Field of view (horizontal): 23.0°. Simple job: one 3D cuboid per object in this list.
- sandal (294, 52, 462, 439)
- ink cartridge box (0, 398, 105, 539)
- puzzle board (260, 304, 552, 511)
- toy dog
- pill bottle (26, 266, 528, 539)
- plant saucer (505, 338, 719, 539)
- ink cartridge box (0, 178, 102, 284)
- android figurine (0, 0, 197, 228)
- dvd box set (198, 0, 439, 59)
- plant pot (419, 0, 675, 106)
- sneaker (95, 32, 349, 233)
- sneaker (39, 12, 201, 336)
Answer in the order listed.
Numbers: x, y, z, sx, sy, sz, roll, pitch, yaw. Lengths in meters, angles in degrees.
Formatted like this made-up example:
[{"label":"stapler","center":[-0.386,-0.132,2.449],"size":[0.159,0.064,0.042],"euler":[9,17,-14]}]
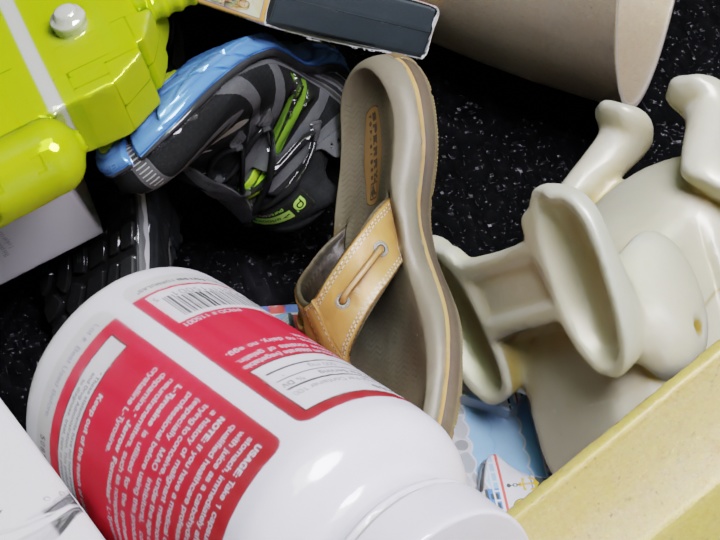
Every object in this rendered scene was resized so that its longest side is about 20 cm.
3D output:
[{"label":"sandal","center":[0.000,0.000,0.758],"size":[0.054,0.080,0.201],"euler":[6,72,-29]},{"label":"ink cartridge box","center":[-0.176,0.131,0.677],"size":[0.146,0.083,0.200],"euler":[-29,63,-25]},{"label":"puzzle board","center":[0.017,0.095,0.773],"size":[0.150,0.017,0.201],"euler":[-4,56,-11]},{"label":"toy dog","center":[0.157,0.005,0.780],"size":[0.199,0.140,0.195],"euler":[-28,84,-30]},{"label":"pill bottle","center":[-0.032,0.084,0.672],"size":[0.112,0.113,0.200],"euler":[-32,40,-27]},{"label":"plant saucer","center":[0.155,0.108,0.624],"size":[0.200,0.049,0.200],"euler":[-38,31,-5]},{"label":"ink cartridge box","center":[-0.227,-0.030,0.772],"size":[0.199,0.068,0.117],"euler":[-26,57,1]},{"label":"android figurine","center":[-0.162,-0.085,0.715],"size":[0.199,0.041,0.183],"euler":[-25,54,-4]},{"label":"dvd box set","center":[-0.080,-0.147,0.840],"size":[0.199,0.030,0.146],"euler":[22,11,28]},{"label":"plant pot","center":[0.056,-0.188,0.898],"size":[0.199,0.188,0.188],"euler":[10,52,17]},{"label":"sneaker","center":[-0.045,-0.057,0.791],"size":[0.199,0.071,0.083],"euler":[-17,82,-65]},{"label":"sneaker","center":[-0.096,-0.042,0.820],"size":[0.087,0.076,0.201],"euler":[10,65,-42]}]
